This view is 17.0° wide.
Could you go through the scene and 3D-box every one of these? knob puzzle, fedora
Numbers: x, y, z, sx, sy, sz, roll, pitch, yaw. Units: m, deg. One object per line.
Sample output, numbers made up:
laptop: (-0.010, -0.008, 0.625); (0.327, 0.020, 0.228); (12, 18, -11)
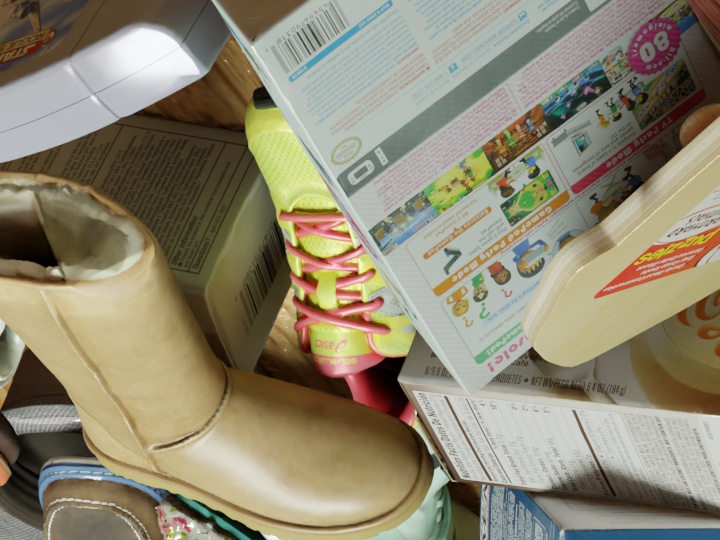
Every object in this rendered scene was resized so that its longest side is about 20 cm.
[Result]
knob puzzle: (0.129, -0.029, 0.853); (0.031, 0.219, 0.220); (58, 152, 15)
fedora: (-0.122, 0.085, 1.268); (0.199, 0.091, 0.177); (4, 148, 8)

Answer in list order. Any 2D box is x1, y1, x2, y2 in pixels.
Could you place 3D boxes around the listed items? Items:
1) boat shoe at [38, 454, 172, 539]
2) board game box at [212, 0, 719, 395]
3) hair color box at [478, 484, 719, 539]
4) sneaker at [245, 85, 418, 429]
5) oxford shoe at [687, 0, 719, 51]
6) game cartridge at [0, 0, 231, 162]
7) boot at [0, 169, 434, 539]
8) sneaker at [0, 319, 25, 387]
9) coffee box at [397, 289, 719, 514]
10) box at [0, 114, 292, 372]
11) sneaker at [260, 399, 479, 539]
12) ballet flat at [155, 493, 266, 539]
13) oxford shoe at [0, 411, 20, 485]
boat shoe: (-0.126, 0.161, 1.233); (0.072, 0.073, 0.200); (4, 150, 7)
board game box: (0.048, -0.071, 0.868); (0.064, 0.147, 0.200); (50, 174, 47)
hair color box: (0.117, 0.122, 1.074); (0.099, 0.061, 0.200); (1, -174, -6)
sneaker: (0.000, 0.000, 1.064); (0.078, 0.091, 0.200); (2, 142, 33)
oxford shoe: (0.137, -0.139, 0.773); (0.071, 0.074, 0.200); (54, 166, 34)
game cartridge: (-0.116, -0.101, 0.948); (0.199, 0.133, 0.042); (-11, 127, 43)
boot: (-0.070, 0.040, 0.998); (0.174, 0.066, 0.200); (7, 152, 17)
sneaker: (-0.200, -0.016, 1.027); (0.115, 0.074, 0.200); (12, 154, 16)
coffee box: (0.131, 0.031, 1.003); (0.199, 0.115, 0.080); (5, 145, 29)
box: (-0.135, -0.020, 1.123); (0.199, 0.095, 0.078); (11, 147, 22)
sneaker: (0.042, 0.111, 1.220); (0.118, 0.074, 0.200); (-37, 148, 18)
ballet flat: (-0.037, 0.171, 1.223); (0.200, 0.064, 0.075); (31, 179, -42)
oxford shoe: (-0.214, 0.030, 1.191); (0.200, 0.072, 0.071); (43, 169, 39)
